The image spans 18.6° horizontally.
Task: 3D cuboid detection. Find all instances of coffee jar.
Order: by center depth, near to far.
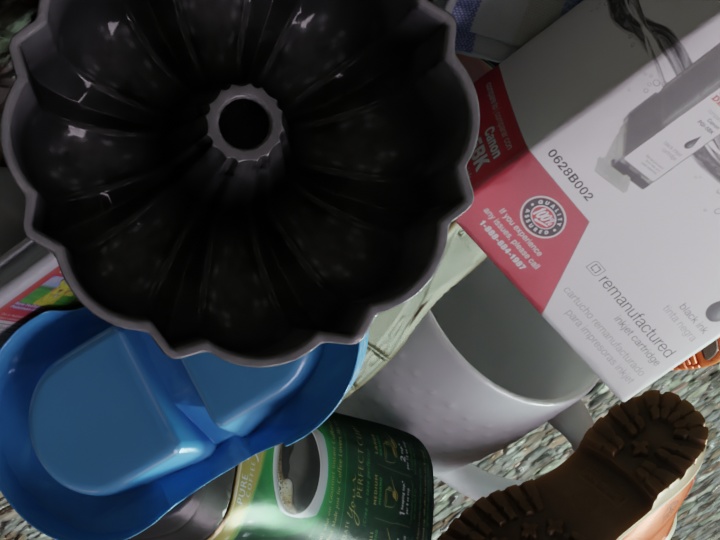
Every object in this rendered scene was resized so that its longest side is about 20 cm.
[{"bbox_3d":[-0.051,0.111,1.146,0.085,0.105,0.200,-13,153,38],"label":"coffee jar"}]

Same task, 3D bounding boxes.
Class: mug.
[{"bbox_3d":[0.052,0.065,1.287,0.175,0.200,0.148,-37,-165,43],"label":"mug"}]

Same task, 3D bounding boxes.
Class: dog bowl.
[{"bbox_3d":[-0.082,0.048,1.021,0.199,0.112,0.050,-31,171,17],"label":"dog bowl"}]

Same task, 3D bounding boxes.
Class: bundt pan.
[{"bbox_3d":[-0.053,-0.056,0.933,0.201,0.203,0.076,-27,178,-13],"label":"bundt pan"}]

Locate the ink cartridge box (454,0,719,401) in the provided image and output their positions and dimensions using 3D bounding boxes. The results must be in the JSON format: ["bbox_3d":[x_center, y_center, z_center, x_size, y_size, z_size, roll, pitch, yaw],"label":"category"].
[{"bbox_3d":[0.152,-0.059,0.993,0.200,0.083,0.147,-36,119,16],"label":"ink cartridge box"}]

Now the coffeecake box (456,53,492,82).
[{"bbox_3d":[0.159,-0.094,1.149,0.199,0.154,0.073,-34,169,4],"label":"coffeecake box"}]

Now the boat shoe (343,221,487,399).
[{"bbox_3d":[0.000,-0.002,1.084,0.201,0.063,0.073,-45,152,-6],"label":"boat shoe"}]

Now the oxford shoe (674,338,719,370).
[{"bbox_3d":[0.157,0.004,1.339,0.073,0.199,0.072,-37,127,-27],"label":"oxford shoe"}]

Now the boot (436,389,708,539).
[{"bbox_3d":[0.113,0.160,1.238,0.199,0.075,0.108,-31,149,-23],"label":"boot"}]

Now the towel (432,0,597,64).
[{"bbox_3d":[0.142,-0.143,1.001,0.199,0.024,0.147,13,121,-15],"label":"towel"}]

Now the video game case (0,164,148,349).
[{"bbox_3d":[-0.119,0.018,1.082,0.182,0.023,0.200,-34,157,23],"label":"video game case"}]

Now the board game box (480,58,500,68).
[{"bbox_3d":[0.156,-0.093,1.065,0.105,0.200,0.023,-51,-163,8],"label":"board game box"}]

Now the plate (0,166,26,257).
[{"bbox_3d":[-0.170,0.024,1.126,0.199,0.032,0.200,-1,141,-50],"label":"plate"}]
